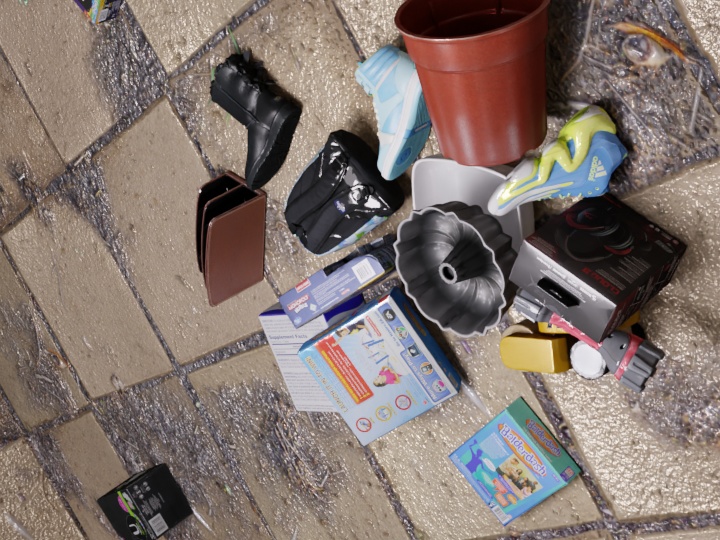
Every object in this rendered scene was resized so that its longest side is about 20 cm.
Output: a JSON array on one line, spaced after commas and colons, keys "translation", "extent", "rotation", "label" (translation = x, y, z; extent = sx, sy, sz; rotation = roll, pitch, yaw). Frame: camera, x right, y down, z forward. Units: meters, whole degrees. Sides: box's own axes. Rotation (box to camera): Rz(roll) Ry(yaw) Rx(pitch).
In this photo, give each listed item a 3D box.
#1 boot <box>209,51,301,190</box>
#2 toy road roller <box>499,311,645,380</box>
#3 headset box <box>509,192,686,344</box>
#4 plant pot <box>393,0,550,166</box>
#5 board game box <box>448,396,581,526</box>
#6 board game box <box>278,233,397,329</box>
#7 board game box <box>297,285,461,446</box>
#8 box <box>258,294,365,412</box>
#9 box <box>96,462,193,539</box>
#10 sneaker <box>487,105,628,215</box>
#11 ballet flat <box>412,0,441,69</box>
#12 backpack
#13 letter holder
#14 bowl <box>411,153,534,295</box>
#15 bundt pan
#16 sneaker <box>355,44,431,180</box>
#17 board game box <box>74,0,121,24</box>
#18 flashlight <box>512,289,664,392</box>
[{"translation": [-0.193, -0.256, 1.934], "extent": [0.162, 0.073, 0.199], "rotation": [42, 132, 16], "label": "boot"}, {"translation": [0.293, 0.063, 1.592], "extent": [0.199, 0.123, 0.147], "rotation": [-1, 101, 42], "label": "toy road roller"}, {"translation": [0.301, -0.005, 1.467], "extent": [0.148, 0.200, 0.075], "rotation": [38, 138, 24], "label": "headset box"}, {"translation": [0.159, -0.254, 1.476], "extent": [0.200, 0.201, 0.196], "rotation": [18, 136, 39], "label": "plant pot"}, {"translation": [0.248, 0.315, 1.862], "extent": [0.152, 0.045, 0.200], "rotation": [51, 142, 10], "label": "board game box"}, {"translation": [0.000, 0.000, 1.829], "extent": [0.200, 0.200, 0.062], "rotation": [-33, 87, 32], "label": "board game box"}, {"translation": [0.032, 0.160, 1.887], "extent": [0.195, 0.056, 0.200], "rotation": [-31, 100, 20], "label": "board game box"}, {"translation": [-0.059, 0.142, 2.029], "extent": [0.183, 0.105, 0.201], "rotation": [-5, 111, 47], "label": "box"}, {"translation": [-0.535, 0.584, 2.822], "extent": [0.200, 0.124, 0.149], "rotation": [-27, 94, 52], "label": "box"}, {"translation": [0.264, -0.117, 1.491], "extent": [0.105, 0.076, 0.200], "rotation": [46, 114, -4], "label": "sneaker"}, {"translation": [0.107, -0.364, 1.549], "extent": [0.063, 0.076, 0.201], "rotation": [3, 116, 4], "label": "ballet flat"}, {"translation": [-0.034, -0.110, 1.822], "extent": [0.163, 0.154, 0.200], "rotation": [50, 119, 7], "label": "backpack"}, {"translation": [-0.258, -0.053, 2.083], "extent": [0.100, 0.142, 0.201], "rotation": [31, 135, 29], "label": "letter holder"}, {"translation": [0.174, -0.077, 1.657], "extent": [0.199, 0.075, 0.201], "rotation": [17, 127, 40], "label": "bowl"}, {"translation": [0.145, -0.011, 1.612], "extent": [0.201, 0.076, 0.203], "rotation": [26, 132, 33], "label": "bundt pan"}, {"translation": [0.040, -0.243, 1.690], "extent": [0.130, 0.079, 0.201], "rotation": [36, 127, 22], "label": "sneaker"}, {"translation": [-0.488, -0.574, 2.053], "extent": [0.166, 0.057, 0.200], "rotation": [50, 141, 13], "label": "board game box"}, {"translation": [0.291, 0.081, 1.472], "extent": [0.199, 0.068, 0.068], "rotation": [32, 160, 17], "label": "flashlight"}]
